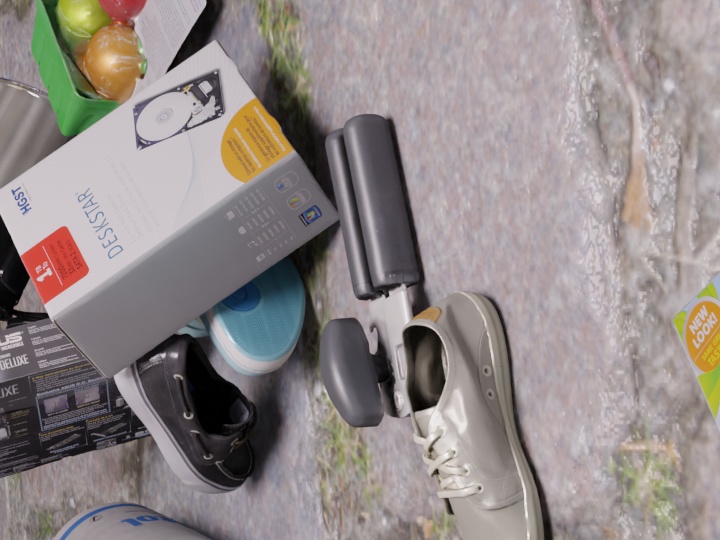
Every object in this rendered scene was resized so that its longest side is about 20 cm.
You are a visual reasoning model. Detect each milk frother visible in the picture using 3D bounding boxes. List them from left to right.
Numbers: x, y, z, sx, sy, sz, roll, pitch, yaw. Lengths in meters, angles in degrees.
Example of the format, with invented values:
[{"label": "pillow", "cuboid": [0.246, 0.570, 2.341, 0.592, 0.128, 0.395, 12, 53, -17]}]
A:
[{"label": "milk frother", "cuboid": [-0.292, -0.038, 1.656, 0.200, 0.180, 0.188, 84, -149, -73]}]

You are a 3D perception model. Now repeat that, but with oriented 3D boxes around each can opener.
[{"label": "can opener", "cuboid": [0.000, 0.000, 1.173, 0.053, 0.067, 0.200, -30, 69, 59]}]

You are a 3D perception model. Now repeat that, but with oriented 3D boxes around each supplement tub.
[{"label": "supplement tub", "cuboid": [-0.165, 0.263, 1.454, 0.200, 0.132, 0.132, 8, 101, 60]}]

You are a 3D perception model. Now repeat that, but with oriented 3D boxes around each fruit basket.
[{"label": "fruit basket", "cuboid": [-0.191, -0.210, 1.501, 0.200, 0.094, 0.185, -50, 50, 33]}]

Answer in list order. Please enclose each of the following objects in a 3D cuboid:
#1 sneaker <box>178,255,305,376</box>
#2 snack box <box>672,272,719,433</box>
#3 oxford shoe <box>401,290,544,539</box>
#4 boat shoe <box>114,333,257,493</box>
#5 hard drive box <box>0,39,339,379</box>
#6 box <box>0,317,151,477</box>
[{"label": "sneaker", "cuboid": [-0.104, 0.026, 1.362, 0.200, 0.079, 0.131, -107, 31, -41]}, {"label": "snack box", "cuboid": [0.223, 0.072, 0.785, 0.142, 0.053, 0.200, -52, 49, 50]}, {"label": "oxford shoe", "cuboid": [0.063, 0.112, 1.086, 0.075, 0.058, 0.200, -24, 75, 58]}, {"label": "boat shoe", "cuboid": [-0.112, 0.104, 1.345, 0.200, 0.066, 0.070, 62, -148, -47]}, {"label": "hard drive box", "cuboid": [-0.139, -0.045, 1.284, 0.156, 0.200, 0.077, 54, 179, 44]}, {"label": "box", "cuboid": [-0.248, 0.099, 1.471, 0.158, 0.200, 0.050, 96, 155, -57]}]
